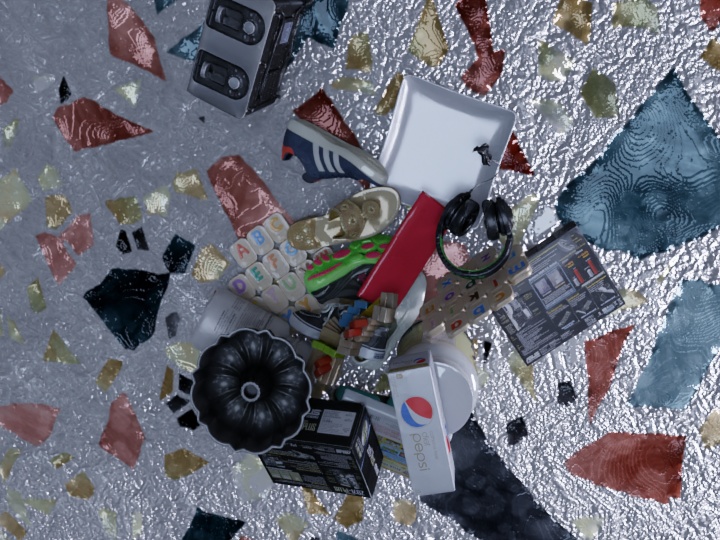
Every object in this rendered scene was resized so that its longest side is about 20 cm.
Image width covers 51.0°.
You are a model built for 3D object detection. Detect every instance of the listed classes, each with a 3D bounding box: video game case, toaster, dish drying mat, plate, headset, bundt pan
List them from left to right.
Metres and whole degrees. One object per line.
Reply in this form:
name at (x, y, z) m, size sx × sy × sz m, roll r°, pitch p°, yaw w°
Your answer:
toaster at (-0.172, -0.353, 1.175) m, size 0.116 × 0.200 × 0.184 m, roll 23°, pitch 113°, yaw 3°
bundt pan at (-0.171, 0.187, 1.220) m, size 0.196 × 0.076 × 0.208 m, roll 0°, pitch 97°, yaw 2°
video game case at (0.046, 0.296, 1.335) m, size 0.195 × 0.023 × 0.184 m, roll 21°, pitch 139°, yaw 2°
dish drying mat at (0.075, -0.026, 1.246) m, size 0.076 × 0.018 × 0.202 m, roll 31°, pitch 94°, yaw -24°
plate at (0.134, -0.195, 1.248) m, size 0.195 × 0.032 × 0.205 m, roll 19°, pitch 106°, yaw 3°
headset at (0.183, -0.091, 1.187) m, size 0.120 × 0.094 × 0.205 m, roll 8°, pitch 76°, yaw 18°

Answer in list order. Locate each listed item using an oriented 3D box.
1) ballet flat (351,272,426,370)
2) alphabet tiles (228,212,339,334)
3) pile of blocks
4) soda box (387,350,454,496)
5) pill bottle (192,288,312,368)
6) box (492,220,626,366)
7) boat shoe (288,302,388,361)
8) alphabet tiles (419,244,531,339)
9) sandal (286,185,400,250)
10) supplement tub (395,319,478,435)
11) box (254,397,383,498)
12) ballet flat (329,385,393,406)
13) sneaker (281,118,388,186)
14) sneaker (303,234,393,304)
ballet flat at (0.047, 0.088, 1.303) m, size 0.068 × 0.070 × 0.203 m, roll 30°, pitch 107°, yaw -1°
alphabet tiles at (-0.134, 0.008, 1.339) m, size 0.198 × 0.015 × 0.198 m, roll -33°, pitch 97°, yaw 14°
pile of blocks at (-0.024, 0.098, 1.209) m, size 0.200 × 0.062 × 0.082 m, roll -47°, pitch 71°, yaw 11°
soda box at (0.092, 0.230, 1.133) m, size 0.066 × 0.064 × 0.205 m, roll -10°, pitch 102°, yaw 10°
pill bottle at (-0.181, 0.126, 1.310) m, size 0.197 × 0.115 × 0.116 m, roll 28°, pitch 105°, yaw -1°
box at (0.319, 0.041, 1.274) m, size 0.198 × 0.050 × 0.159 m, roll -35°, pitch 97°, yaw 13°
boat shoe at (-0.038, 0.091, 1.285) m, size 0.196 × 0.073 × 0.070 m, roll 19°, pitch 97°, yaw 38°
alphabet tiles at (0.182, 0.033, 1.213) m, size 0.198 × 0.197 × 0.015 m, roll -34°, pitch 109°, yaw 13°
sandal at (-0.031, -0.074, 1.255) m, size 0.207 × 0.070 × 0.079 m, roll -18°, pitch 105°, yaw 15°
supplement tub at (0.124, 0.174, 1.252) m, size 0.141 × 0.200 × 0.149 m, roll 2°, pitch 105°, yaw 6°
box at (-0.075, 0.303, 1.310) m, size 0.195 × 0.087 × 0.166 m, roll 2°, pitch 136°, yaw 21°
ballet flat at (0.037, 0.259, 1.365) m, size 0.195 × 0.068 × 0.063 m, roll 19°, pitch 133°, yaw 6°
sneaker at (-0.046, -0.172, 1.248) m, size 0.197 × 0.075 × 0.086 m, roll 32°, pitch 109°, yaw 18°
sneaker at (0.000, 0.000, 1.296) m, size 0.195 × 0.078 × 0.085 m, roll -17°, pitch 134°, yaw 0°
